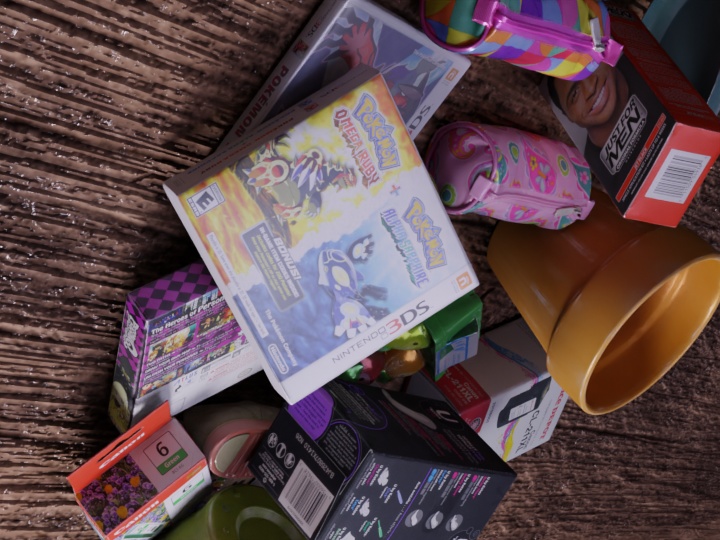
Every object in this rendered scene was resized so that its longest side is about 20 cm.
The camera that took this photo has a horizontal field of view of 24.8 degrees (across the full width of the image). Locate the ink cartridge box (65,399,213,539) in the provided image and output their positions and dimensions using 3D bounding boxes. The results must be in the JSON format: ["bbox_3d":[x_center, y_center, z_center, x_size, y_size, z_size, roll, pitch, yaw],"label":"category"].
[{"bbox_3d":[-0.186,0.184,1.406,0.109,0.050,0.200,-37,166,-14],"label":"ink cartridge box"}]

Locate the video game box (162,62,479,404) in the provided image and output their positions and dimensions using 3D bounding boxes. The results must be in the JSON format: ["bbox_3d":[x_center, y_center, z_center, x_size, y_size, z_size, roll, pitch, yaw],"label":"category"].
[{"bbox_3d":[-0.025,-0.026,1.255,0.182,0.047,0.201,-33,116,-12],"label":"video game box"}]

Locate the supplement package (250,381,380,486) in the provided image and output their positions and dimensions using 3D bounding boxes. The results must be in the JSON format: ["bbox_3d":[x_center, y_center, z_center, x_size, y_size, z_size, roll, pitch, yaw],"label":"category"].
[{"bbox_3d":[-0.005,0.243,1.639,0.200,0.156,0.111,-39,150,-9],"label":"supplement package"}]

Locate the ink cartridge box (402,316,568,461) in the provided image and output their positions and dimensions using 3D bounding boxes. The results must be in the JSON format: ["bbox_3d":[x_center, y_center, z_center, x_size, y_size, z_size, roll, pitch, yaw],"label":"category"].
[{"bbox_3d":[0.135,0.144,1.782,0.199,0.083,0.146,-21,142,-36],"label":"ink cartridge box"}]

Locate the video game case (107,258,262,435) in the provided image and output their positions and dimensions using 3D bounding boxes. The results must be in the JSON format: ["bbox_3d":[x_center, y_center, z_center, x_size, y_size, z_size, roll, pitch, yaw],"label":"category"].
[{"bbox_3d":[-0.112,0.042,1.362,0.199,0.036,0.182,-27,155,-29],"label":"video game case"}]

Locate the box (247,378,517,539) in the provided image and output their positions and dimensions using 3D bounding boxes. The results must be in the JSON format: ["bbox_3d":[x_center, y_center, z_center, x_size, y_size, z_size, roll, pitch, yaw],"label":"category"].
[{"bbox_3d":[0.021,0.178,1.465,0.199,0.122,0.106,15,112,-44],"label":"box"}]

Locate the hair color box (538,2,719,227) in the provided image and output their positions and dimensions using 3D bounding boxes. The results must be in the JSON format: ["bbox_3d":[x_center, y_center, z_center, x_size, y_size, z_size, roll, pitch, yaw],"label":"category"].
[{"bbox_3d":[0.233,-0.139,1.422,0.061,0.200,0.102,9,124,-26],"label":"hair color box"}]

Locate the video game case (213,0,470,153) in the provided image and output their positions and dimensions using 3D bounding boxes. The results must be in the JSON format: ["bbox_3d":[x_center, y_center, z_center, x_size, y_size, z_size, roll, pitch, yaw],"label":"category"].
[{"bbox_3d":[-0.014,-0.124,1.311,0.183,0.023,0.200,-53,150,13],"label":"video game case"}]

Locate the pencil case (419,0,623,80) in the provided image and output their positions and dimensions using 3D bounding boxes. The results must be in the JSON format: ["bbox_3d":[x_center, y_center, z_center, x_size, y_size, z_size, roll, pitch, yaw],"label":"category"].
[{"bbox_3d":[0.132,-0.205,1.336,0.199,0.088,0.089,1,127,-52],"label":"pencil case"}]

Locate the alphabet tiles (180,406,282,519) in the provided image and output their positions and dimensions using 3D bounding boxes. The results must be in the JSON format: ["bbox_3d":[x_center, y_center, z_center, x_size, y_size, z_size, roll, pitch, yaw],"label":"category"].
[{"bbox_3d":[-0.076,0.175,1.629,0.200,0.008,0.167,-53,150,12],"label":"alphabet tiles"}]

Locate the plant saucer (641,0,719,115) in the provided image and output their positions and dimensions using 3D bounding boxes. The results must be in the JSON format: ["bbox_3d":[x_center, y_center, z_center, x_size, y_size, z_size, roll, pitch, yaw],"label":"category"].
[{"bbox_3d":[0.287,-0.179,1.470,0.027,0.201,0.201,15,122,-17],"label":"plant saucer"}]

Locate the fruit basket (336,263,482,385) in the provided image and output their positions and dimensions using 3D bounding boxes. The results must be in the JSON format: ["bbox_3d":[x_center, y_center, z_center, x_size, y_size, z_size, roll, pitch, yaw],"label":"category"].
[{"bbox_3d":[0.020,0.076,1.519,0.199,0.094,0.185,-35,162,-11],"label":"fruit basket"}]

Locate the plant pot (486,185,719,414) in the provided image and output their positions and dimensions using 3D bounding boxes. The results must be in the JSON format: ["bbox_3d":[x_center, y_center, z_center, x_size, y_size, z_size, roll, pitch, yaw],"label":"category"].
[{"bbox_3d":[0.229,0.008,1.624,0.200,0.183,0.201,-33,150,-22],"label":"plant pot"}]

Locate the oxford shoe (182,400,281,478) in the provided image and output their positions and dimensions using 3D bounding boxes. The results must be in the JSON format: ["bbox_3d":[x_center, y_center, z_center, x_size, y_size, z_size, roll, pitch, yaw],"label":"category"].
[{"bbox_3d":[-0.075,0.148,1.512,0.199,0.074,0.071,14,111,-47],"label":"oxford shoe"}]

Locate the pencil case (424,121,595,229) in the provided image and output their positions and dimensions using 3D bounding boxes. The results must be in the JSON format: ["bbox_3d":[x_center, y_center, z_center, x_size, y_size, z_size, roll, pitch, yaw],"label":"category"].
[{"bbox_3d":[0.140,-0.084,1.497,0.199,0.087,0.088,7,122,-54],"label":"pencil case"}]

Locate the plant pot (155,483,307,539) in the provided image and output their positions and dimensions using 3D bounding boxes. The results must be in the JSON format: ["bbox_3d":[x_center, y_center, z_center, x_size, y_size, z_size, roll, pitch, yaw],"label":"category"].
[{"bbox_3d":[-0.127,0.304,1.500,0.200,0.201,0.193,-4,140,-50],"label":"plant pot"}]

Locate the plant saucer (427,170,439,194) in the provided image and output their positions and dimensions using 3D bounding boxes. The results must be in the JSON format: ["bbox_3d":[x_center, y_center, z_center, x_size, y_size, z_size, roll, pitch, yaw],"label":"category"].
[{"bbox_3d":[0.000,0.000,1.350,0.199,0.031,0.201,-28,136,-30],"label":"plant saucer"}]
